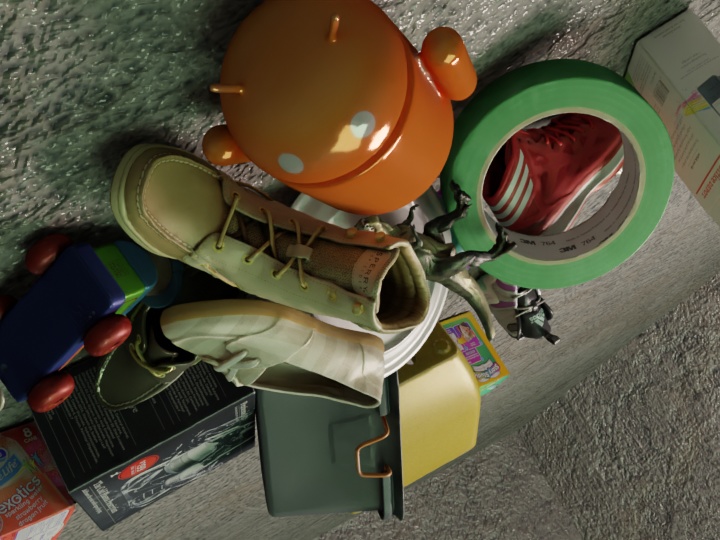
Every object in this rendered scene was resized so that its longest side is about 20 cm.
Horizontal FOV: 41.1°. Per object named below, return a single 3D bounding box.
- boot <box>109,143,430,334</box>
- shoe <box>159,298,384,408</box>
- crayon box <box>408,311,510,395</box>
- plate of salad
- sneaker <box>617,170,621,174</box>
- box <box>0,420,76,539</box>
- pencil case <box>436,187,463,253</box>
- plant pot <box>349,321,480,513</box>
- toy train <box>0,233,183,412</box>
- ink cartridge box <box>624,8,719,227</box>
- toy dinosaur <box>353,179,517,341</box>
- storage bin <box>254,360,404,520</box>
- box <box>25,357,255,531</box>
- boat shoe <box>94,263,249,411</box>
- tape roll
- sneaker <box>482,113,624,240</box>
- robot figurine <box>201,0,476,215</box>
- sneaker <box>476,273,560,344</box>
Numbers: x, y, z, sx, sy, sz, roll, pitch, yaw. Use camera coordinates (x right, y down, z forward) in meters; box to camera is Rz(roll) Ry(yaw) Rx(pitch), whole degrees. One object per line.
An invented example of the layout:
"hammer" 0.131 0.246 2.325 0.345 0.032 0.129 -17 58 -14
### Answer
"boot" -0.052 -0.016 0.629 0.200 0.154 0.074 38 71 -54
"shoe" -0.059 0.065 0.730 0.198 0.054 0.070 15 151 -34
"crayon box" 0.119 0.145 1.433 0.199 0.120 0.058 -15 156 -42
"plate of salad" 0.000 0.000 0.830 0.198 0.203 0.048 -20 -159 -34
"sneaker" 0.234 -0.130 1.021 0.199 0.073 0.078 -25 138 -30
"box" -0.358 0.241 0.928 0.102 0.095 0.200 -17 157 -38
"pencil case" 0.014 -0.006 0.919 0.198 0.093 0.085 -25 -155 -23
"plant pot" 0.027 0.127 1.145 0.193 0.196 0.201 -24 149 -22
"toy train" -0.220 0.051 0.705 0.200 0.085 0.116 -41 173 26
"ink cartridge box" 0.343 -0.137 0.936 0.067 0.201 0.117 -30 163 -4
"toy dinosaur" 0.077 -0.017 0.817 0.199 0.048 0.088 35 107 -34
"storage bin" -0.034 0.153 0.940 0.132 0.203 0.146 -8 -158 -9
"box" -0.202 0.146 0.927 0.181 0.105 0.200 -28 162 -17
"boat shoe" -0.154 0.047 0.775 0.202 0.072 0.060 -44 -170 19
"tape roll" 0.170 -0.081 0.841 0.198 0.048 0.203 -3 121 -5
"sneaker" 0.187 -0.124 0.912 0.115 0.078 0.201 44 70 -35
"robot figurine" -0.013 -0.098 0.584 0.118 0.142 0.200 -69 158 0
"sneaker" 0.227 0.035 1.288 0.077 0.141 0.200 -27 162 -12
